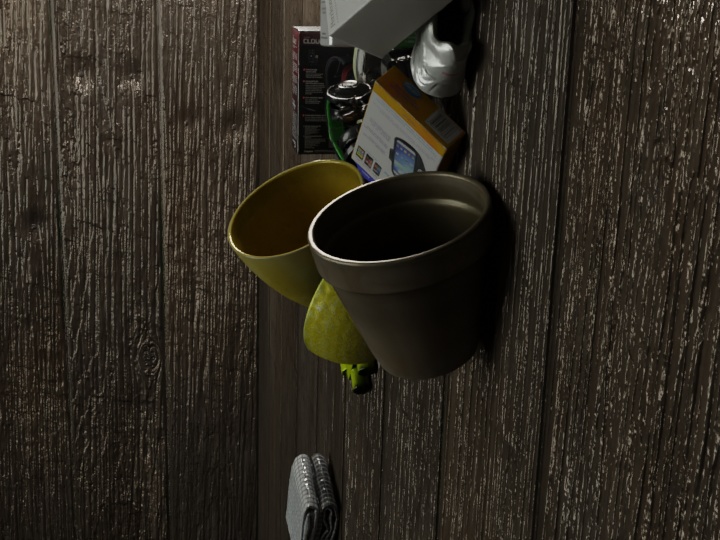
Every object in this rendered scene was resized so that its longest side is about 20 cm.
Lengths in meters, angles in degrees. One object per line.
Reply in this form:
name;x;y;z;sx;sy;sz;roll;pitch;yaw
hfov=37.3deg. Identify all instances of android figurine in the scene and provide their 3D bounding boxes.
android figurine;-0.009;0.103;1.831;0.183;0.040;0.202;105;159;-56

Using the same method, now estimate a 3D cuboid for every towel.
towel;-0.098;0.509;2.235;0.166;0.084;0.202;-111;24;-55

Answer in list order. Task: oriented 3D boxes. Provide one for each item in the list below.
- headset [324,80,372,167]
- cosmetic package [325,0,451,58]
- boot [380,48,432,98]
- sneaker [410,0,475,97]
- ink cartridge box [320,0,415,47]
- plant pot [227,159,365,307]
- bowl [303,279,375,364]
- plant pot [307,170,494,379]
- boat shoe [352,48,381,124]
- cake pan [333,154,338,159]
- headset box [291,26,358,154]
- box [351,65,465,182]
headset;-0.017;-0.200;1.461;0.200;0.093;0.125;168;85;-71
cosmetic package;0.051;-0.330;1.138;0.199;0.084;0.109;-32;56;42
boot;0.065;-0.213;1.383;0.201;0.069;0.133;-97;4;-62
sneaker;0.092;-0.303;1.205;0.100;0.077;0.203;127;134;-60
ink cartridge box;0.026;-0.376;1.309;0.084;0.143;0.203;-132;42;-73
plant pot;-0.062;-0.033;1.455;0.201;0.198;0.143;-107;-8;-54
bowl;0.027;0.051;1.399;0.107;0.200;0.202;33;139;22
plant pot;0.056;0.015;1.158;0.201;0.197;0.176;-113;8;-61
boat shoe;0.030;-0.251;1.523;0.066;0.071;0.204;-133;41;-59
cake pan;-0.036;-0.237;1.788;0.200;0.036;0.203;164;90;-89
headset box;-0.026;-0.278;1.587;0.075;0.146;0.203;-123;33;-69
box;0.053;-0.148;1.314;0.119;0.041;0.200;45;158;10
